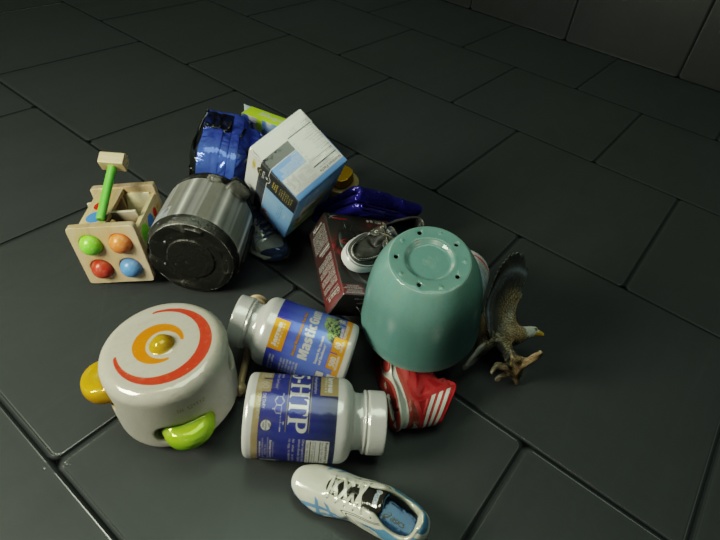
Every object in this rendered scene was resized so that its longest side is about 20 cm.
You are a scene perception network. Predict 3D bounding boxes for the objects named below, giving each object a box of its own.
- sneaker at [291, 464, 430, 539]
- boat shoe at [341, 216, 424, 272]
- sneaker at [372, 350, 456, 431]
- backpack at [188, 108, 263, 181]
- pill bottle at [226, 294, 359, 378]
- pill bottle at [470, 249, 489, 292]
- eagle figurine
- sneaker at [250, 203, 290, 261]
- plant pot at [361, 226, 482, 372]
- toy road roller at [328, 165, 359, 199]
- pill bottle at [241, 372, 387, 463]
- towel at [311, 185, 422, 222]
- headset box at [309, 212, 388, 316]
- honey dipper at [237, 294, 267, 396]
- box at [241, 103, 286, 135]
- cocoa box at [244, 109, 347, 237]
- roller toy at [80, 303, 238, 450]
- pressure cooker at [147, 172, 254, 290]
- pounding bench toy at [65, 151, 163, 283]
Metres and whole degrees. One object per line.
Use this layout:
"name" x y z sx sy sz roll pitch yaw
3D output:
"sneaker" 0.000 0.305 0.733 0.197 0.073 0.072 18 43 13
"boat shoe" 0.049 -0.055 0.995 0.199 0.066 0.070 -19 68 -42
"sneaker" 0.090 0.171 0.912 0.114 0.079 0.202 5 53 -16
"backpack" -0.304 -0.251 1.245 0.165 0.164 0.201 7 40 -6
"pill bottle" -0.110 0.110 0.884 0.197 0.113 0.113 19 41 -2
"pill bottle" 0.169 0.056 1.014 0.107 0.110 0.201 19 42 12
"eagle figurine" 0.254 0.092 0.968 0.150 0.151 0.202 24 47 -40
"sneaker" -0.218 -0.099 1.142 0.075 0.089 0.199 -27 53 -36
"plant pot" 0.101 0.030 0.855 0.197 0.162 0.203 0 53 -1
"toy road roller" -0.110 -0.172 1.225 0.198 0.124 0.146 28 59 22
"pill bottle" -0.064 0.213 0.790 0.197 0.121 0.121 4 41 -5
"towel" 0.016 -0.110 1.118 0.198 0.147 0.050 9 66 -46
"headset box" 0.000 0.000 1.021 0.147 0.075 0.202 6 54 -30
"honey dipper" -0.189 0.127 0.935 0.037 0.038 0.202 5 45 -4
"box" -0.221 -0.327 1.373 0.198 0.123 0.048 24 45 18
"cocoa box" -0.131 -0.177 1.049 0.131 0.200 0.133 46 68 1
"roller toy" -0.279 0.145 0.804 0.197 0.141 0.183 14 44 15
"pressure cooker" -0.293 -0.087 1.045 0.173 0.180 0.202 3 42 2
"pounding bench toy" -0.449 -0.095 1.001 0.122 0.202 0.157 -3 40 2
